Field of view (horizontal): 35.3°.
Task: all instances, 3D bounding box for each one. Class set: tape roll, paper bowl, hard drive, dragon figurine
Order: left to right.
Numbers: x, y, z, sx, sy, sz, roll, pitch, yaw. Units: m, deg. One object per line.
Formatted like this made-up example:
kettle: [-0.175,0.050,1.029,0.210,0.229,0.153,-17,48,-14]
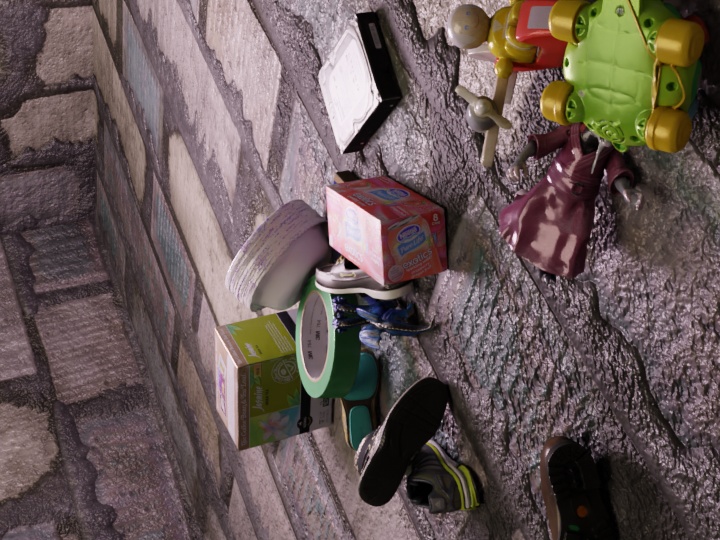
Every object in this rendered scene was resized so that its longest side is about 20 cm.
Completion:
paper bowl: [-0.127,-0.013,1.919,0.104,0.201,0.201,40,148,10]
tape roll: [-0.055,0.107,1.854,0.200,0.048,0.203,-179,90,-69]
hard drive: [-0.006,-0.274,1.683,0.200,0.038,0.141,137,119,-67]
dragon figurine: [0.029,0.079,1.689,0.200,0.099,0.059,26,125,57]

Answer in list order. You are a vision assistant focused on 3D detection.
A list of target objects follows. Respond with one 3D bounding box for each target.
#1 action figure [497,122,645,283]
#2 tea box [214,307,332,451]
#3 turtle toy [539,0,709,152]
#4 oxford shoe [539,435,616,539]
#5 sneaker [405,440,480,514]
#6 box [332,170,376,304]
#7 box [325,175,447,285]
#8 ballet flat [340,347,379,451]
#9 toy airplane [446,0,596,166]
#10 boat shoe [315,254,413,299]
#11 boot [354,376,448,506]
action figure: [0.225,-0.091,1.160,0.133,0.149,0.201,30,123,10]
tea box: [-0.161,0.199,2.103,0.134,0.195,0.202,-128,33,-48]
turtle toy: [0.246,-0.201,0.996,0.145,0.101,0.202,23,123,37]
oxford shoe: [0.249,0.287,1.313,0.084,0.072,0.202,-134,37,-81]
sneaker: [0.096,0.304,1.668,0.200,0.080,0.075,-164,65,-67]
box: [-0.009,-0.044,1.818,0.121,0.032,0.202,-131,35,-51]
box: [0.034,-0.061,1.607,0.200,0.102,0.096,-142,44,-60]
ballet flat: [-0.005,0.208,1.904,0.071,0.070,0.202,-137,40,-55]
toy airplane: [0.150,-0.239,1.163,0.201,0.140,0.200,-97,25,-43]
boat shoe: [0.000,0.000,1.721,0.200,0.071,0.061,5,115,47]
boot: [0.052,0.241,1.689,0.205,0.073,0.154,-60,6,-1]
